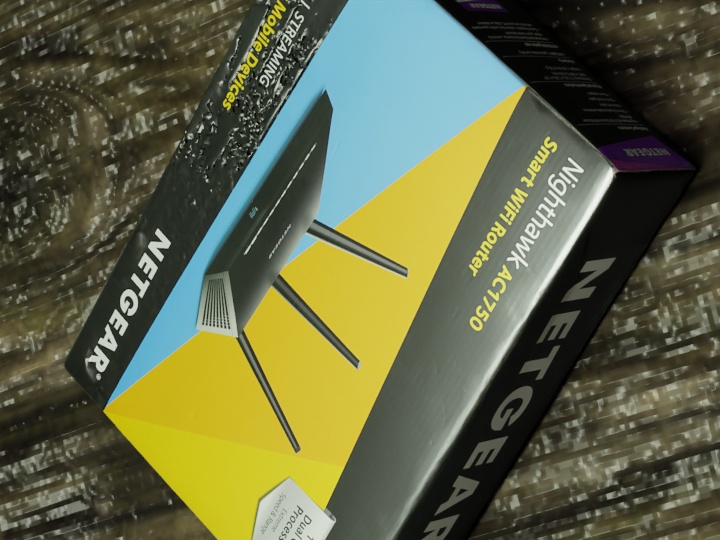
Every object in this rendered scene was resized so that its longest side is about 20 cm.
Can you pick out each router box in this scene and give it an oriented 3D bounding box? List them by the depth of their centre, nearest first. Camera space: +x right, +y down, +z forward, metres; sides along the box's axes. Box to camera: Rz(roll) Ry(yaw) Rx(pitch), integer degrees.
[{"bbox_3d":[0.000,0.000,0.942,0.149,0.051,0.200,44,120,28],"label":"router box"}]
